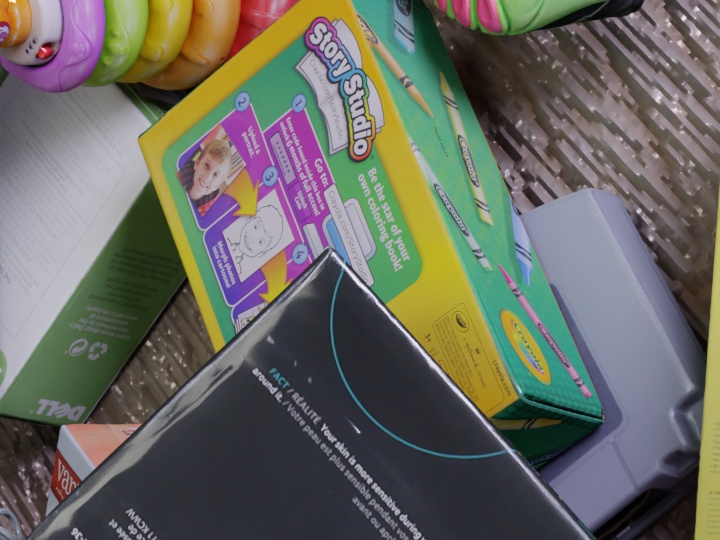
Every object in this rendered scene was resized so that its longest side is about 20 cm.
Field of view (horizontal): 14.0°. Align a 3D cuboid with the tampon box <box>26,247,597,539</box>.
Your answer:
[{"bbox_3d":[-0.001,0.095,0.932,0.126,0.200,0.150,-43,85,0],"label":"tampon box"}]

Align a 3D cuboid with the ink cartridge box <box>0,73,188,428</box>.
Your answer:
[{"bbox_3d":[-0.142,-0.001,1.276,0.200,0.059,0.104,-55,53,16],"label":"ink cartridge box"}]

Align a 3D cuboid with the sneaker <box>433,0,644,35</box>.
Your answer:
[{"bbox_3d":[0.050,-0.141,1.148,0.200,0.083,0.077,55,133,51],"label":"sneaker"}]

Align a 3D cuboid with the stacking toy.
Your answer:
[{"bbox_3d":[-0.111,-0.113,1.172,0.116,0.199,0.110,-41,74,46],"label":"stacking toy"}]

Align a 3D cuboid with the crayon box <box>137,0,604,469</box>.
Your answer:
[{"bbox_3d":[0.000,0.000,1.115,0.119,0.058,0.201,-37,59,27],"label":"crayon box"}]

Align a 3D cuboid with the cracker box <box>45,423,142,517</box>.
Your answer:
[{"bbox_3d":[-0.085,0.176,1.131,0.134,0.057,0.201,45,129,56],"label":"cracker box"}]

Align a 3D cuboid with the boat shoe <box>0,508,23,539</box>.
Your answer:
[{"bbox_3d":[-0.178,0.072,1.202,0.065,0.074,0.203,-26,54,29],"label":"boat shoe"}]

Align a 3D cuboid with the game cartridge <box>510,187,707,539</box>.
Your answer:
[{"bbox_3d":[0.045,0.066,1.122,0.200,0.041,0.133,-41,60,25],"label":"game cartridge"}]

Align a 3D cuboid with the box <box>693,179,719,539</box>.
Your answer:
[{"bbox_3d":[0.159,0.018,1.014,0.050,0.075,0.201,-1,78,39],"label":"box"}]

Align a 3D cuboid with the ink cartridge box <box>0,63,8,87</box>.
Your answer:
[{"bbox_3d":[-0.201,-0.081,1.244,0.048,0.200,0.146,30,89,4],"label":"ink cartridge box"}]
